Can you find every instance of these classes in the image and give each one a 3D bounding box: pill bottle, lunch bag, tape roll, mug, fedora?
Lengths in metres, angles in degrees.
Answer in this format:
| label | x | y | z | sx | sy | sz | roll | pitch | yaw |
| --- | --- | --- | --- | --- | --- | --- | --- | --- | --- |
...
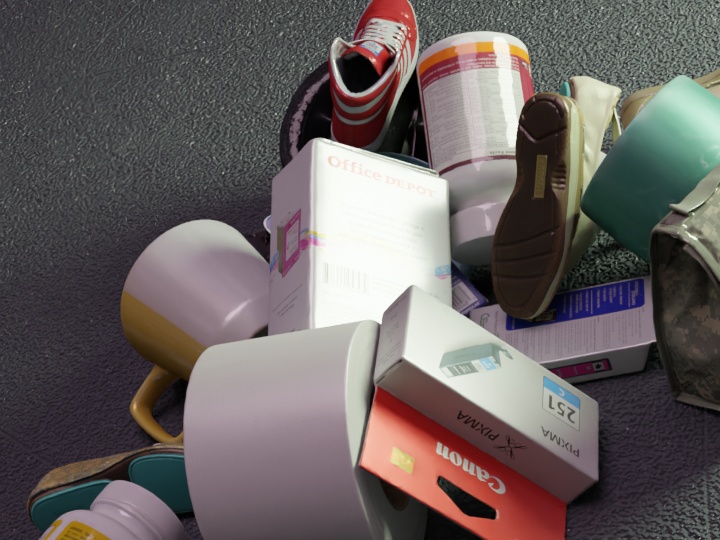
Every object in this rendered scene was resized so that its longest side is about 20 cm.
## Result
| label | x | y | z | sx | sy | sz | roll | pitch | yaw |
| --- | --- | --- | --- | --- | --- | --- | --- | --- | --- |
| pill bottle | -0.232 | 0.271 | 1.526 | 0.112 | 0.113 | 0.200 | 10 | 46 | 37 |
| lunch bag | 0.318 | -0.005 | 1.513 | 0.117 | 0.200 | 0.164 | 17 | 50 | 43 |
| tape roll | -0.039 | 0.148 | 1.505 | 0.139 | 0.203 | 0.203 | -10 | 37 | 18 |
| mug | 0.288 | -0.077 | 1.647 | 0.114 | 0.185 | 0.152 | 39 | 106 | 15 |
| pill bottle | 0.116 | -0.113 | 1.754 | 0.109 | 0.110 | 0.201 | -12 | 71 | 15 |
| mug | -0.123 | 0.067 | 1.736 | 0.149 | 0.187 | 0.153 | -10 | 29 | -36 |
| fedora | 0.013 | -0.126 | 1.911 | 0.200 | 0.092 | 0.201 | -1 | 69 | 2 |

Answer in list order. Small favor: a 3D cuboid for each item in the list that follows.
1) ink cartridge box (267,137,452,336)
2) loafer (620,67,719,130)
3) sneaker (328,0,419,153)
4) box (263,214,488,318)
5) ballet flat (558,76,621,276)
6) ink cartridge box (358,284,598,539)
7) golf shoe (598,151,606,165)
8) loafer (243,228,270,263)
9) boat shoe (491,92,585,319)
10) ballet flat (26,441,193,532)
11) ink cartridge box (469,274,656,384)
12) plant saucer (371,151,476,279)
| label | x | y | z | sx | sy | sz | roll | pitch | yaw |
| --- | --- | --- | --- | --- | --- | --- | --- | --- | --- |
| ink cartridge box | 0.000 | 0.000 | 1.650 | 0.085 | 0.144 | 0.201 | -40 | 41 | 50 |
| loafer | 0.348 | -0.153 | 1.807 | 0.199 | 0.076 | 0.068 | -17 | 35 | 25 |
| sneaker | 0.015 | -0.218 | 1.830 | 0.071 | 0.113 | 0.201 | 10 | 59 | 7 |
| box | 0.012 | -0.002 | 1.747 | 0.121 | 0.032 | 0.200 | -33 | 65 | -15 |
| ballet flat | 0.211 | -0.082 | 1.741 | 0.069 | 0.069 | 0.201 | 4 | 83 | 32 |
| ink cartridge box | 0.099 | 0.127 | 1.473 | 0.045 | 0.200 | 0.176 | -45 | 22 | 35 |
| golf shoe | 0.181 | -0.105 | 1.814 | 0.200 | 0.092 | 0.073 | 11 | 44 | 35 |
| loafer | -0.115 | 0.000 | 1.860 | 0.200 | 0.063 | 0.072 | -37 | 38 | -20 |
| boat shoe | 0.171 | -0.054 | 1.663 | 0.071 | 0.076 | 0.201 | 14 | 93 | 33 |
| ballet flat | -0.200 | 0.186 | 1.667 | 0.199 | 0.071 | 0.071 | -14 | 36 | 11 |
| ink cartridge box | 0.191 | 0.056 | 1.645 | 0.199 | 0.037 | 0.095 | -13 | 35 | 17 |
| plant saucer | 0.014 | -0.023 | 1.794 | 0.199 | 0.027 | 0.201 | -1 | 59 | 2 |
